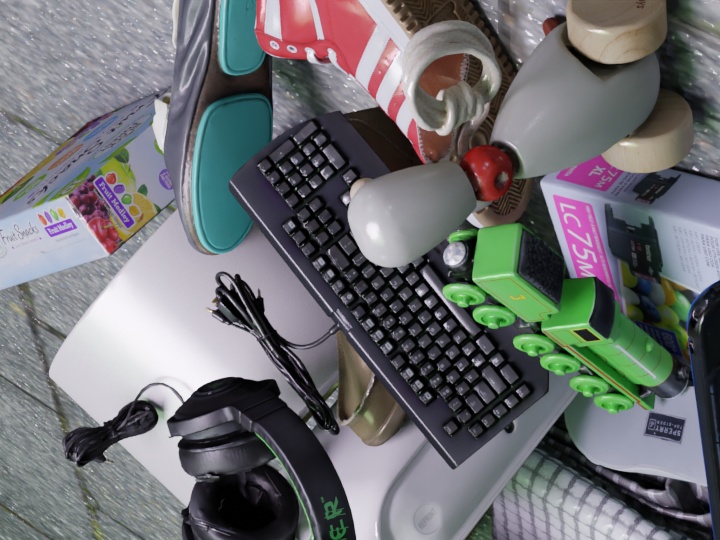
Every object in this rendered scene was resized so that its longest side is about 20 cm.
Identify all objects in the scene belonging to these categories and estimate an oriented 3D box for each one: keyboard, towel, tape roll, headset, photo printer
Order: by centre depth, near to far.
[{"bbox_3d":[-0.003,0.022,1.189,0.200,0.127,0.021,51,-174,7],"label":"keyboard"},{"bbox_3d":[-0.082,0.119,1.227,0.200,0.094,0.124,29,133,47],"label":"headset"},{"bbox_3d":[0.035,0.099,1.297,0.069,0.200,0.166,46,160,-17],"label":"photo printer"},{"bbox_3d":[0.164,0.177,1.376,0.165,0.086,0.201,27,149,32],"label":"towel"},{"bbox_3d":[-0.079,0.041,1.387,0.139,0.203,0.203,43,151,3],"label":"tape roll"}]

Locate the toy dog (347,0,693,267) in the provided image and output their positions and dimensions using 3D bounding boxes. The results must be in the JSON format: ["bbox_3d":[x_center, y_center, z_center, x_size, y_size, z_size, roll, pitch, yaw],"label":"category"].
[{"bbox_3d":[0.070,-0.080,1.083,0.096,0.199,0.133,37,130,48],"label":"toy dog"}]

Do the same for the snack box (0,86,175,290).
[{"bbox_3d":[-0.171,-0.057,1.439,0.053,0.142,0.200,53,151,-15],"label":"snack box"}]

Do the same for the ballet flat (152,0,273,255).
[{"bbox_3d":[-0.086,-0.112,1.279,0.073,0.073,0.201,20,112,37],"label":"ballet flat"}]

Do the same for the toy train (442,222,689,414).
[{"bbox_3d":[0.111,0.027,1.147,0.056,0.042,0.200,-8,153,34],"label":"toy train"}]

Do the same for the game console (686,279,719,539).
[{"bbox_3d":[0.265,0.078,1.064,0.118,0.170,0.201,46,157,48],"label":"game console"}]

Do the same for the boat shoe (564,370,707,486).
[{"bbox_3d":[0.185,0.090,1.244,0.065,0.074,0.200,13,-174,-27],"label":"boat shoe"}]

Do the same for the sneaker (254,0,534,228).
[{"bbox_3d":[0.015,-0.110,1.204,0.112,0.071,0.201,-6,116,50],"label":"sneaker"}]

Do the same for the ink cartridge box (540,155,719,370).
[{"bbox_3d":[0.194,0.008,1.162,0.199,0.042,0.120,16,141,39],"label":"ink cartridge box"}]

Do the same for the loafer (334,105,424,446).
[{"bbox_3d":[0.000,0.000,1.248,0.067,0.202,0.076,9,161,-18],"label":"loafer"}]
